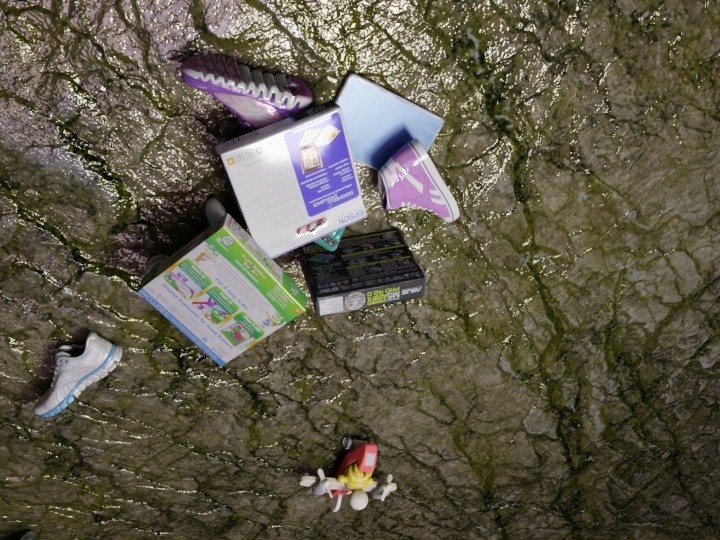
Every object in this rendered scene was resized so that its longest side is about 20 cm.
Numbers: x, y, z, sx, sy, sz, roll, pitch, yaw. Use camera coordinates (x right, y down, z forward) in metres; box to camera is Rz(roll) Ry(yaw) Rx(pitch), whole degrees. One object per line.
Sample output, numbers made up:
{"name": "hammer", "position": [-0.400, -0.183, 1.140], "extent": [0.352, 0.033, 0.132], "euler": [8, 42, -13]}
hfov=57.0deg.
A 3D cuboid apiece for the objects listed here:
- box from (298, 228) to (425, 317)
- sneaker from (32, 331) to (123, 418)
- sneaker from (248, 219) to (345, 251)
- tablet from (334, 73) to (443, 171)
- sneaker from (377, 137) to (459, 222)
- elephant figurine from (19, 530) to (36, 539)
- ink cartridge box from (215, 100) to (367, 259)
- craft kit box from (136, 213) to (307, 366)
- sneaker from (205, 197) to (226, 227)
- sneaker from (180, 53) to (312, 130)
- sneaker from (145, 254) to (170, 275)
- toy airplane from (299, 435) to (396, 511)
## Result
{"name": "box", "position": [0.000, 0.000, 1.182], "extent": [0.195, 0.161, 0.045], "euler": [-10, 127, -13]}
{"name": "sneaker", "position": [-0.527, 0.181, 1.197], "extent": [0.199, 0.075, 0.087], "euler": [-40, 118, 5]}
{"name": "sneaker", "position": [-0.097, -0.068, 1.141], "extent": [0.199, 0.084, 0.121], "euler": [-41, 123, -2]}
{"name": "tablet", "position": [0.034, -0.235, 1.115], "extent": [0.197, 0.014, 0.131], "euler": [17, 117, -30]}
{"name": "sneaker", "position": [0.095, -0.133, 1.166], "extent": [0.114, 0.073, 0.201], "euler": [-38, 134, 5]}
{"name": "elephant figurine", "position": [-0.723, 0.629, 1.400], "extent": [0.140, 0.156, 0.201], "euler": [30, 122, -10]}
{"name": "ink cartridge box", "position": [-0.101, -0.136, 1.037], "extent": [0.195, 0.044, 0.203], "euler": [-23, 127, -10]}
{"name": "craft kit box", "position": [-0.221, 0.038, 1.072], "extent": [0.195, 0.049, 0.200], "euler": [-30, 119, 21]}
{"name": "sneaker", "position": [-0.234, -0.017, 1.109], "extent": [0.080, 0.074, 0.204], "euler": [-21, 103, -12]}
{"name": "sneaker", "position": [-0.173, -0.255, 0.990], "extent": [0.196, 0.081, 0.089], "euler": [10, 129, -27]}
{"name": "sneaker", "position": [-0.280, 0.041, 1.162], "extent": [0.196, 0.083, 0.076], "euler": [15, 121, -27]}
{"name": "toy airplane", "position": [-0.025, 0.504, 1.557], "extent": [0.197, 0.142, 0.201], "euler": [-24, 130, -1]}
